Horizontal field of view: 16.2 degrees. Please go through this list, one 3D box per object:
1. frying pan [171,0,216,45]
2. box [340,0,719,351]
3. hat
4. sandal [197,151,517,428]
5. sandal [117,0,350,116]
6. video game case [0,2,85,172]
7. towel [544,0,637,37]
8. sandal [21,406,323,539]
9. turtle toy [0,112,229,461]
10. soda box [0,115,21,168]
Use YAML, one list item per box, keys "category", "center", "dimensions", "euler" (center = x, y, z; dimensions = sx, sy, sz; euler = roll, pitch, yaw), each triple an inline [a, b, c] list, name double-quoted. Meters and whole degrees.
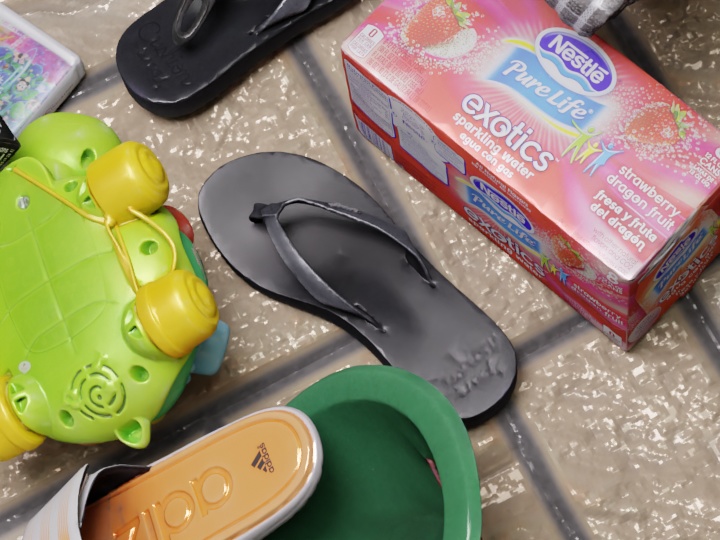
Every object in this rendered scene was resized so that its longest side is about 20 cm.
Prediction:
- category: "frying pan"
  center: [-0.038, -0.212, 1.334]
  dimensions: [0.114, 0.031, 0.192]
  euler: [3, 104, -8]
- category: "box"
  center: [0.093, -0.067, 1.291]
  dimensions: [0.200, 0.100, 0.096]
  euler: [40, 77, 19]
- category: "hat"
  center: [0.047, 0.165, 1.244]
  dimensions: [0.165, 0.176, 0.201]
  euler: [-34, 50, 28]
- category: "sandal"
  center: [0.001, 0.000, 1.303]
  dimensions: [0.200, 0.043, 0.076]
  euler: [36, 75, 17]
- category: "sandal"
  center: [-0.047, -0.162, 1.365]
  dimensions: [0.076, 0.043, 0.200]
  euler: [40, 77, 19]
- category: "video game case"
  center: [-0.281, -0.096, 1.381]
  dimensions: [0.199, 0.024, 0.182]
  euler: [34, 75, 18]
- category: "towel"
  center: [0.102, -0.208, 1.287]
  dimensions: [0.166, 0.200, 0.086]
  euler: [44, 115, 4]
- category: "sandal"
  center: [-0.114, 0.123, 1.224]
  dimensions: [0.206, 0.059, 0.080]
  euler: [-36, 57, 16]
- category: "turtle toy"
  center: [-0.138, 0.003, 1.283]
  dimensions: [0.145, 0.101, 0.201]
  euler: [-30, 64, 19]
- category: "soda box"
  center: [-0.268, -0.024, 1.283]
  dimensions: [0.200, 0.063, 0.071]
  euler: [-45, 67, 19]
